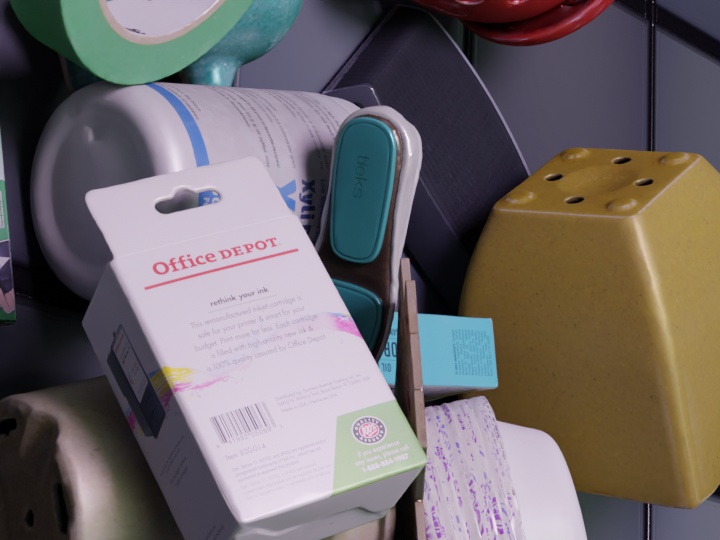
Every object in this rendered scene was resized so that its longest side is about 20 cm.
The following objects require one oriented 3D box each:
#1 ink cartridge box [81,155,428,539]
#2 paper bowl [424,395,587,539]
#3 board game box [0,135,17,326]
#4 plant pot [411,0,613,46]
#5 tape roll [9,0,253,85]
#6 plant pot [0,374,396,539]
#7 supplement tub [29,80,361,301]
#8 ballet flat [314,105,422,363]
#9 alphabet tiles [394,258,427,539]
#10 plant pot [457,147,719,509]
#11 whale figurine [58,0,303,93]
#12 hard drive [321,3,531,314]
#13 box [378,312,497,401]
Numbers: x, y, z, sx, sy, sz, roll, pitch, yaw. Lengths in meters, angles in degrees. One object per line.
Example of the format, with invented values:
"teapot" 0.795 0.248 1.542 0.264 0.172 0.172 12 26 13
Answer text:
"ink cartridge box" -0.066 0.046 1.029 0.117 0.067 0.200 -14 64 -31
"paper bowl" 0.090 0.182 1.287 0.201 0.104 0.202 168 -90 -87
"board game box" -0.257 -0.068 1.082 0.134 0.029 0.201 1 81 -48
"plant pot" 0.095 -0.267 1.409 0.182 0.200 0.201 33 58 -49
"tape roll" -0.109 -0.202 1.083 0.200 0.048 0.201 -41 149 -32
"plant pot" -0.112 0.128 1.100 0.183 0.200 0.201 -2 83 -38
"supplement tub" -0.087 -0.047 1.194 0.200 0.132 0.133 -3 83 -48
"ballet flat" 0.000 0.000 1.171 0.069 0.069 0.201 -1 109 -49
"alphabet tiles" 0.029 0.098 1.117 0.200 0.008 0.168 90 -2 -60
"plant pot" 0.181 0.025 1.402 0.195 0.194 0.201 -38 124 -46
"whale figurine" -0.111 -0.177 1.216 0.200 0.103 0.160 -34 107 -47
"hard drive" 0.060 -0.084 1.436 0.200 0.042 0.135 58 45 -23
"box" -0.008 0.056 1.283 0.199 0.082 0.049 5 75 -43
